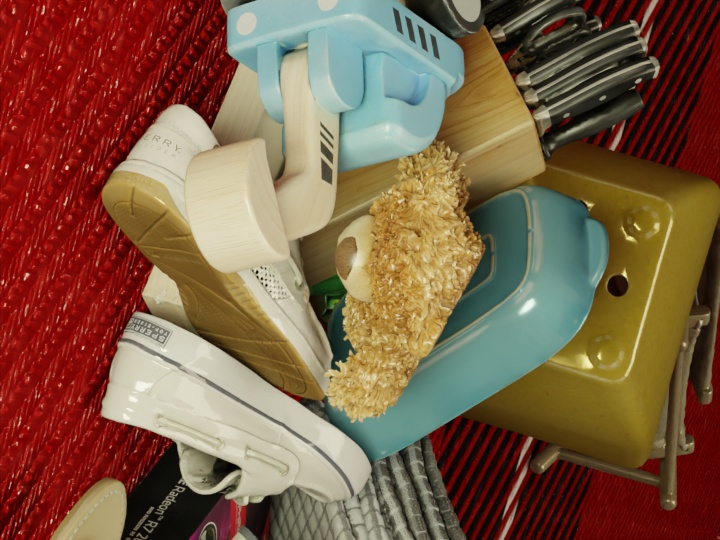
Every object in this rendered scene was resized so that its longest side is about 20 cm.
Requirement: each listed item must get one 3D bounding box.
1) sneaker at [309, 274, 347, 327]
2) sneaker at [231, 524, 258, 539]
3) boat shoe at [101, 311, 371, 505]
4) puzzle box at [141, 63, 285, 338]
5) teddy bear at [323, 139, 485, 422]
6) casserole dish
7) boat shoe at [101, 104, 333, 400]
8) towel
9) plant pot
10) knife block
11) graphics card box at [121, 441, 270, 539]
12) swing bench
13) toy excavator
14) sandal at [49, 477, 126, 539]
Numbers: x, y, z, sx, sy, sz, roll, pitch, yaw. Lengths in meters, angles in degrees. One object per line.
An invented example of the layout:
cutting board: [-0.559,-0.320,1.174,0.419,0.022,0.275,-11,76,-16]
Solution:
sneaker: [0.000,0.000,1.763,0.200,0.074,0.084,-16,116,-72]
sneaker: [-0.072,0.200,1.580,0.082,0.070,0.200,-40,158,-14]
boat shoe: [-0.066,0.089,1.567,0.200,0.072,0.066,40,72,-53]
puzzle box: [-0.058,-0.043,1.617,0.133,0.025,0.201,72,37,-63]
teddy bear: [0.018,0.001,1.526,0.146,0.066,0.200,-63,180,13]
casserole dish: [0.047,0.023,1.635,0.039,0.200,0.122,39,33,-30]
boat shoe: [-0.056,-0.008,1.499,0.070,0.070,0.200,-61,145,-23]
towel: [0.000,0.195,1.702,0.201,0.085,0.166,-111,-146,-42]
plant pot: [0.118,0.004,1.874,0.200,0.194,0.195,73,34,-85]
knife block: [0.062,-0.071,1.631,0.064,0.175,0.201,67,42,-64]
graphics card box: [-0.106,0.175,1.614,0.200,0.051,0.126,-50,151,-54]
swing bench: [0.236,0.052,2.508,0.200,0.129,0.200,89,22,-43]
toy excavator: [-0.017,-0.080,1.469,0.194,0.099,0.201,28,54,-55]
sandal: [-0.132,0.189,1.387,0.078,0.069,0.212,89,25,-42]
